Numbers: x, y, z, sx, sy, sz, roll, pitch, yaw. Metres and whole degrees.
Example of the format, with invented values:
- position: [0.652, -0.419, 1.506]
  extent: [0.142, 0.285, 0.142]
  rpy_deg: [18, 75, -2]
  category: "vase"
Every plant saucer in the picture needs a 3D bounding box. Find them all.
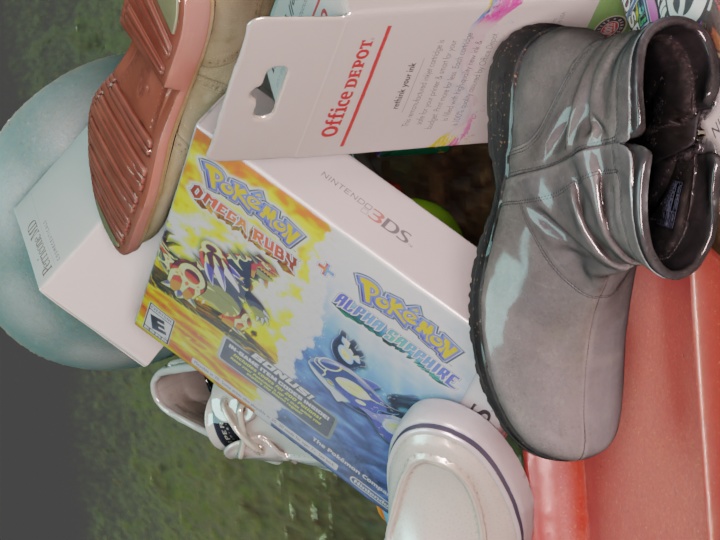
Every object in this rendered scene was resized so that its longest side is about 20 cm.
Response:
- position: [0.127, 0.077, 1.184]
  extent: [0.200, 0.037, 0.201]
  rpy_deg: [-174, 79, -70]
  category: "plant saucer"
- position: [-0.127, -0.026, 1.498]
  extent: [0.039, 0.200, 0.202]
  rpy_deg: [-136, 44, -55]
  category: "plant saucer"

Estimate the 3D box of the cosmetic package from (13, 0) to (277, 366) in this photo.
- position: [-0.089, -0.061, 1.398]
  extent: [0.200, 0.085, 0.108]
  rpy_deg: [-47, 30, 9]
  category: "cosmetic package"

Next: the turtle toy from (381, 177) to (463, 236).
- position: [0.000, 0.000, 1.407]
  extent: [0.200, 0.145, 0.102]
  rpy_deg: [28, 101, 66]
  category: "turtle toy"

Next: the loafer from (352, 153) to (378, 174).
- position: [-0.019, 0.018, 1.537]
  extent: [0.075, 0.069, 0.201]
  rpy_deg: [179, 86, -71]
  category: "loafer"

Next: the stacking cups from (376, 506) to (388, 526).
- position: [0.036, 0.137, 1.426]
  extent: [0.200, 0.060, 0.061]
  rpy_deg: [-115, 27, -44]
  category: "stacking cups"

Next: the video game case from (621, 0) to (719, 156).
- position: [0.152, -0.152, 1.049]
  extent: [0.181, 0.036, 0.201]
  rpy_deg: [120, 141, -58]
  category: "video game case"

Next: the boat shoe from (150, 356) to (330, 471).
- position: [-0.058, 0.079, 1.479]
  extent: [0.200, 0.066, 0.072]
  rpy_deg: [24, 133, 55]
  category: "boat shoe"

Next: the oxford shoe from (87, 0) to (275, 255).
- position: [-0.084, -0.082, 1.271]
  extent: [0.071, 0.074, 0.200]
  rpy_deg: [60, 146, 27]
  category: "oxford shoe"

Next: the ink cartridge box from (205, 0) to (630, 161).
- position: [0.027, -0.112, 1.169]
  extent: [0.117, 0.199, 0.068]
  rpy_deg: [115, 144, -55]
  category: "ink cartridge box"

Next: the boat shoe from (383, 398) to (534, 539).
- position: [0.040, 0.153, 1.256]
  extent: [0.070, 0.071, 0.201]
  rpy_deg: [-57, -26, -43]
  category: "boat shoe"

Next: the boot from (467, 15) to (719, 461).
- position: [0.101, -0.007, 1.086]
  extent: [0.132, 0.069, 0.201]
  rpy_deg: [-163, 65, -65]
  category: "boot"

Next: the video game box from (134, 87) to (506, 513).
- position: [-0.009, 0.025, 1.269]
  extent: [0.200, 0.047, 0.182]
  rpy_deg: [36, 143, 9]
  category: "video game box"

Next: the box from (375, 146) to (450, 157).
- position: [0.024, -0.176, 1.398]
  extent: [0.117, 0.048, 0.201]
  rpy_deg: [126, 136, -63]
  category: "box"
